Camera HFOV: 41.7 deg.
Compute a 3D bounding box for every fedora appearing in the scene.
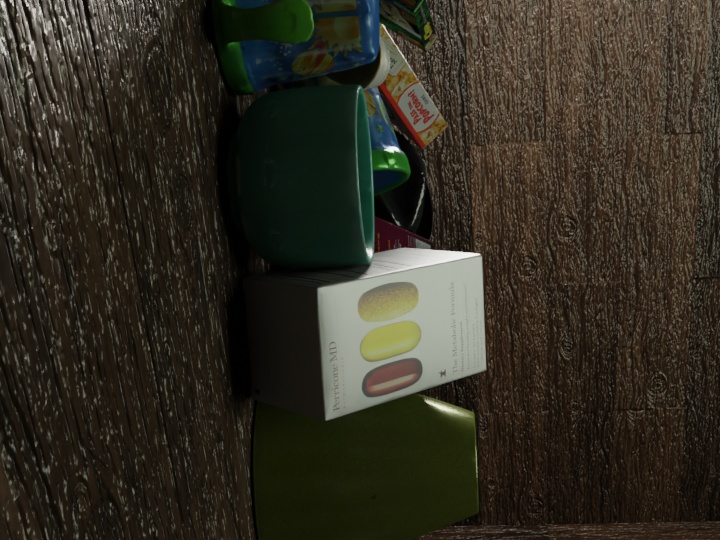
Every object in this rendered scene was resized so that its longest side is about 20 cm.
[{"bbox_3d":[0.025,-0.102,1.174,0.092,0.197,0.204,143,-51,-62],"label":"fedora"}]

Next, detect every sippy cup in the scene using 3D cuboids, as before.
[{"bbox_3d":[-0.050,-0.223,0.806,0.140,0.128,0.180,78,12,-55],"label":"sippy cup"},{"bbox_3d":[-0.024,-0.151,1.021,0.178,0.137,0.133,147,-68,-70],"label":"sippy cup"}]

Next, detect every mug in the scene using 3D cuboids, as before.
[{"bbox_3d":[-0.049,-0.071,0.828,0.186,0.112,0.154,79,10,-59],"label":"mug"}]

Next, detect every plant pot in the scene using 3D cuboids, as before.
[{"bbox_3d":[0.013,0.184,0.902,0.187,0.196,0.191,-3,90,-84],"label":"plant pot"}]

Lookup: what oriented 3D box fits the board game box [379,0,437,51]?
[{"bbox_3d":[-0.016,-0.286,0.916,0.024,0.199,0.105,-56,166,3],"label":"board game box"}]

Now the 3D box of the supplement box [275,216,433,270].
[{"bbox_3d":[0.000,0.000,1.035,0.199,0.109,0.087,16,71,-65],"label":"supplement box"}]

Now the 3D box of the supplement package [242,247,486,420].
[{"bbox_3d":[0.007,0.050,0.847,0.198,0.109,0.116,-11,101,-40],"label":"supplement package"}]

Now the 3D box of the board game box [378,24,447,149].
[{"bbox_3d":[0.011,-0.255,1.133,0.200,0.046,0.152,48,1,-41],"label":"board game box"}]

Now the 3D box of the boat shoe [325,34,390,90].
[{"bbox_3d":[-0.019,-0.236,0.940,0.069,0.071,0.201,18,26,-45],"label":"boat shoe"}]
